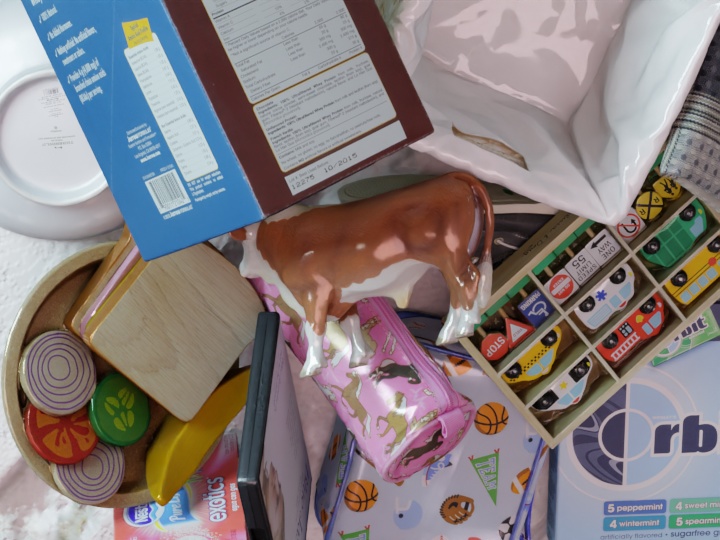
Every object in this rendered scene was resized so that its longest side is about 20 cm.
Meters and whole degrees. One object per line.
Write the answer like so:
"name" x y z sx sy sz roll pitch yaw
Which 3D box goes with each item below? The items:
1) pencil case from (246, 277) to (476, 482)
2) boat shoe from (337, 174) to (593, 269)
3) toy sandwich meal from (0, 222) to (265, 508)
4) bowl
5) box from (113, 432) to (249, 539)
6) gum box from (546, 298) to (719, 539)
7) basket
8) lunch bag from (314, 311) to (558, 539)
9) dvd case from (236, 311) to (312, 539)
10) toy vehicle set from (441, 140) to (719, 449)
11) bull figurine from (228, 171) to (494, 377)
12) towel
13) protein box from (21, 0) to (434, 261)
"pencil case" -0.001 0.051 1.612 0.083 0.087 0.200 -33 69 -5
"boat shoe" 0.080 -0.029 1.649 0.199 0.072 0.068 5 109 -10
"toy sandwich meal" -0.149 0.068 1.602 0.204 0.070 0.206 -3 95 -33
"bowl" -0.204 -0.102 1.588 0.200 0.090 0.202 -2 110 -5
"box" -0.121 0.209 1.646 0.094 0.200 0.103 -9 115 -2
"gum box" 0.226 0.111 1.727 0.169 0.045 0.201 -2 110 -4
"basket" 0.116 -0.170 1.554 0.197 0.161 0.201 21 107 -12
"lunch bag" 0.059 0.139 1.707 0.159 0.076 0.201 13 107 -12
"dvd case" -0.058 0.145 1.621 0.017 0.143 0.201 0 140 7
"toy vehicle set" 0.169 0.014 1.636 0.200 0.027 0.124 -42 115 1
"bull figurine" 0.000 0.000 1.538 0.199 0.065 0.122 -16 84 29
"towel" 0.291 -0.120 1.590 0.200 0.034 0.194 26 81 -41
"protein box" -0.090 -0.134 1.467 0.135 0.198 0.201 -27 95 -27
